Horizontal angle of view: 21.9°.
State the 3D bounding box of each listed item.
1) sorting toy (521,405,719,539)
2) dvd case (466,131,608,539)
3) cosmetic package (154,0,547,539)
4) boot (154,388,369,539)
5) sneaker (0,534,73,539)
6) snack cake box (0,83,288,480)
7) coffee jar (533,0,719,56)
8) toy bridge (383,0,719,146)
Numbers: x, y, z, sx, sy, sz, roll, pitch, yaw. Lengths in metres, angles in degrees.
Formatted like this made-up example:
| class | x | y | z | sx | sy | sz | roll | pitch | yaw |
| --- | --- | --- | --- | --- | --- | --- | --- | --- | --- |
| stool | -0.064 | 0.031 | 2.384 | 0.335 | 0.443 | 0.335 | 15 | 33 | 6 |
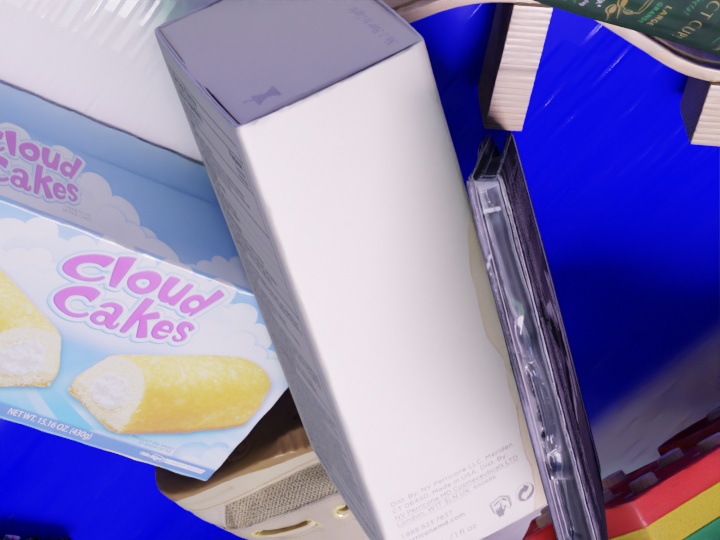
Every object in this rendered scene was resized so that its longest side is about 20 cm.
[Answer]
| class | x | y | z | sx | sy | sz | roll | pitch | yaw |
| --- | --- | --- | --- | --- | --- | --- | --- | --- | --- |
| sorting toy | 0.156 | 0.105 | 0.818 | 0.199 | 0.070 | 0.199 | -27 | 175 | -23 |
| dvd case | 0.066 | 0.029 | 0.682 | 0.016 | 0.200 | 0.150 | -14 | 96 | 8 |
| cosmetic package | 0.000 | 0.000 | 0.683 | 0.073 | 0.104 | 0.201 | -24 | 123 | -10 |
| boot | 0.025 | 0.100 | 0.871 | 0.199 | 0.073 | 0.156 | -21 | 133 | 23 |
| sneaker | -0.177 | 0.156 | 0.917 | 0.086 | 0.081 | 0.200 | -38 | 137 | 12 |
| snack cake box | -0.121 | 0.003 | 0.761 | 0.199 | 0.068 | 0.115 | 21 | 130 | -27 |
| coffee jar | 0.148 | -0.119 | 0.659 | 0.199 | 0.086 | 0.105 | 19 | 127 | -23 |
| toy bridge | 0.060 | -0.086 | 0.722 | 0.198 | 0.027 | 0.068 | 2 | 134 | -8 |
